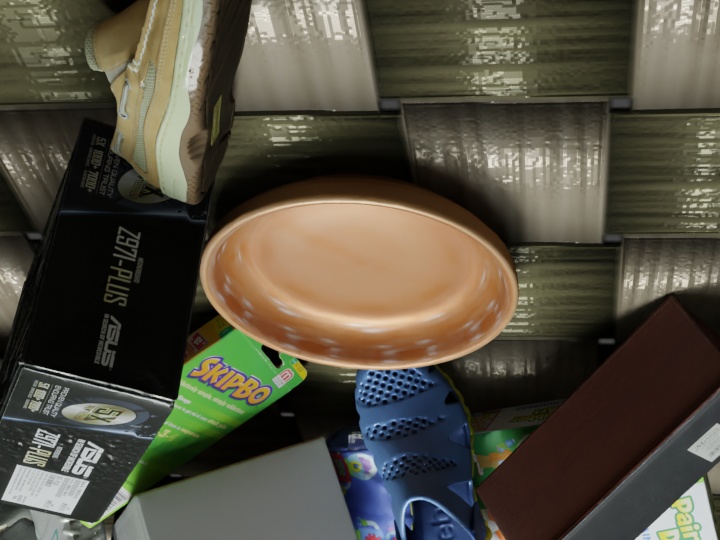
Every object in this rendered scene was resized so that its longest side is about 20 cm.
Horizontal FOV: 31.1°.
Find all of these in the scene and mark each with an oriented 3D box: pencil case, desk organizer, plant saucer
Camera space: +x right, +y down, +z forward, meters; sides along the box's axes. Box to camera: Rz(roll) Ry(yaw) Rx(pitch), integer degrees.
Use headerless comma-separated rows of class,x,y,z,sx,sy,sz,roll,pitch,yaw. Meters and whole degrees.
pencil case,0.031,0.211,1.002,0.087,0.200,0.078,-13,-175,36
desk organizer,0.177,0.118,0.871,0.072,0.077,0.200,24,115,-44
plant saucer,0.000,0.000,0.818,0.200,0.038,0.200,5,147,3

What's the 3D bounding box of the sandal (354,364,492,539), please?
sandal,0.047,0.149,0.914,0.079,0.200,0.087,-20,180,12

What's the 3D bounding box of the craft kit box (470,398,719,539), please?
craft kit box,0.167,0.194,0.972,0.197,0.049,0.200,-13,104,15

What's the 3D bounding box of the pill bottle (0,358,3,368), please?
pill bottle,-0.322,0.118,0.976,0.200,0.114,0.113,4,147,2

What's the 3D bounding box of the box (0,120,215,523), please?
box,-0.164,0.039,0.786,0.086,0.164,0.200,16,145,-16

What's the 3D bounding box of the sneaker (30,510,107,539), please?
sneaker,-0.232,0.217,1.062,0.070,0.201,0.080,-7,-171,-36

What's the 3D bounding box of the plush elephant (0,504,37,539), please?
plush elephant,-0.353,0.220,1.098,0.165,0.155,0.200,26,142,-29

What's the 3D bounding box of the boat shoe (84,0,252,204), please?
boat shoe,-0.103,-0.106,0.648,0.076,0.072,0.200,23,145,2

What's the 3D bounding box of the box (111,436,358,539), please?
box,-0.102,0.216,1.015,0.152,0.107,0.200,-15,167,-20

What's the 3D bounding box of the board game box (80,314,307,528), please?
board game box,-0.139,0.104,0.932,0.200,0.030,0.096,-32,141,0

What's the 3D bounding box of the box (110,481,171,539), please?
box,-0.172,0.310,1.167,0.124,0.200,0.149,7,148,-7
